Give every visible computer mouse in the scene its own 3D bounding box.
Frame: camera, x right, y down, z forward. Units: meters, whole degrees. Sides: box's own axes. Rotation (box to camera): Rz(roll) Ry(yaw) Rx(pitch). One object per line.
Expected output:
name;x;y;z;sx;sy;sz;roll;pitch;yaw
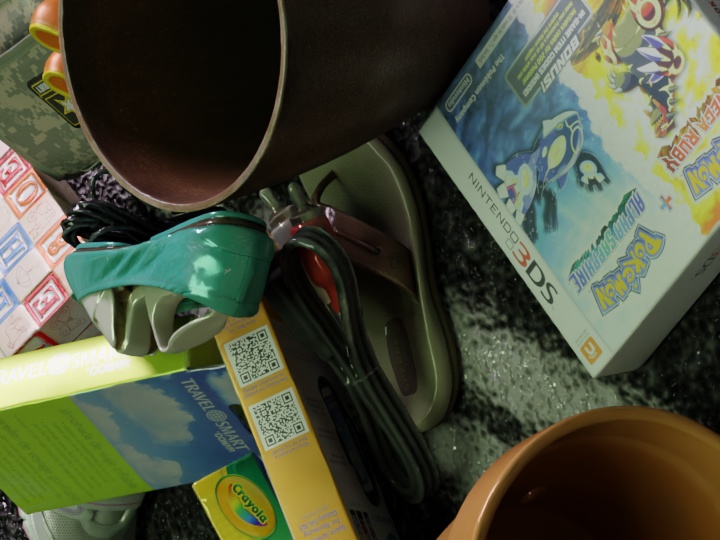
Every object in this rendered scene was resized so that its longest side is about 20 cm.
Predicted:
computer mouse;-0.082;-0.080;1.568;0.053;0.138;0.201;47;118;40

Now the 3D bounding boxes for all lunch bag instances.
lunch bag;-0.181;-0.166;1.657;0.164;0.117;0.201;-27;85;46

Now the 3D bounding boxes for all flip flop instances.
flip flop;0.000;0.000;1.532;0.081;0.057;0.201;-21;82;47

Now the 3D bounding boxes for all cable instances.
cable;0.000;0.038;1.494;0.200;0.050;0.097;53;149;-7

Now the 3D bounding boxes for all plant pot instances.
plant pot;0.115;0.181;1.362;0.140;0.199;0.201;-28;76;63
plant pot;-0.031;-0.137;1.433;0.186;0.199;0.188;11;106;45

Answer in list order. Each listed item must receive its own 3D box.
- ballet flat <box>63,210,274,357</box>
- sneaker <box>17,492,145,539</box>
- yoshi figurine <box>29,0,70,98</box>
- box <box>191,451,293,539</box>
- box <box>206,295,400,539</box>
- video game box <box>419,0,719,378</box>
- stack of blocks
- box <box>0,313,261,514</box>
ballet flat;-0.119;0.014;1.503;0.200;0.067;0.071;-12;65;55
sneaker;-0.170;0.117;1.723;0.088;0.081;0.201;9;105;48
yoshi figurine;-0.111;-0.191;1.545;0.112;0.112;0.201;-6;53;47
box;-0.028;0.211;1.559;0.201;0.048;0.117;63;180;13
box;-0.024;0.115;1.539;0.041;0.119;0.201;-23;77;10
video game box;0.135;-0.075;1.382;0.183;0.047;0.200;54;132;22
stack of blocks;-0.231;-0.007;1.717;0.115;0.059;0.200;-44;47;6
box;-0.145;0.089;1.608;0.199;0.122;0.048;-12;52;21
